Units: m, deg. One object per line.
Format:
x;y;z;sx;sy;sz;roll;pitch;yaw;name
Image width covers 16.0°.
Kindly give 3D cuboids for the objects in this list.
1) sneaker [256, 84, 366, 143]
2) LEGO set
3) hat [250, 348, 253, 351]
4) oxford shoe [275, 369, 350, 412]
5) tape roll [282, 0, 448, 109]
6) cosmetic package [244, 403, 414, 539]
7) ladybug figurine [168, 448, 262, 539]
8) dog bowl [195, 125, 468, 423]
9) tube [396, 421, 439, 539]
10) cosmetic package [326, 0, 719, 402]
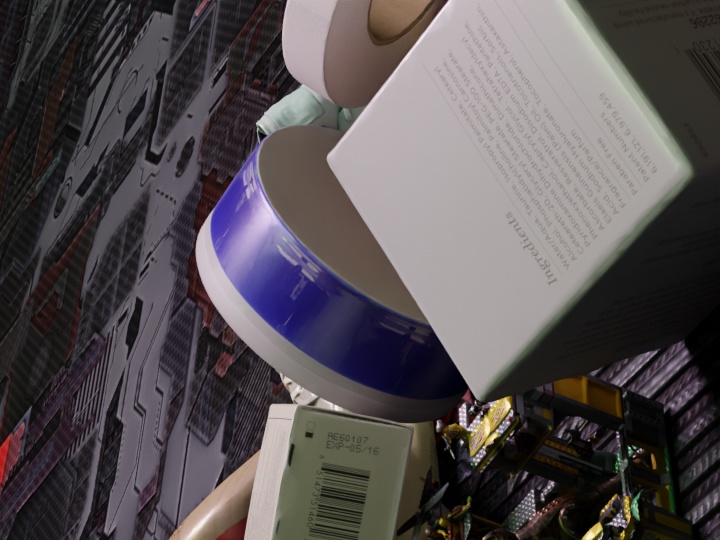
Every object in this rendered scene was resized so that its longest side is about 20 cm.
-0.012;-0.133;1.803;0.118;0.074;0.201;-30;-29;-36;sneaker
0.081;0.139;1.379;0.200;0.116;0.154;-50;25;44;LEGO set
-0.044;0.013;1.846;0.201;0.081;0.201;-169;90;-86;hat
-0.027;0.069;1.700;0.075;0.058;0.200;68;-172;-60;oxford shoe
0.024;-0.199;1.646;0.203;0.037;0.203;-49;-21;-26;tape roll
-0.022;0.135;1.527;0.200;0.073;0.104;157;123;-84;cosmetic package
-0.061;0.169;1.717;0.136;0.072;0.200;-50;-8;36;ladybug figurine
0.000;0.000;1.627;0.079;0.200;0.200;-55;23;27;dog bowl
0.028;0.125;1.651;0.058;0.052;0.200;-35;32;28;tube
0.124;-0.065;1.318;0.167;0.167;0.200;57;134;19;cosmetic package
